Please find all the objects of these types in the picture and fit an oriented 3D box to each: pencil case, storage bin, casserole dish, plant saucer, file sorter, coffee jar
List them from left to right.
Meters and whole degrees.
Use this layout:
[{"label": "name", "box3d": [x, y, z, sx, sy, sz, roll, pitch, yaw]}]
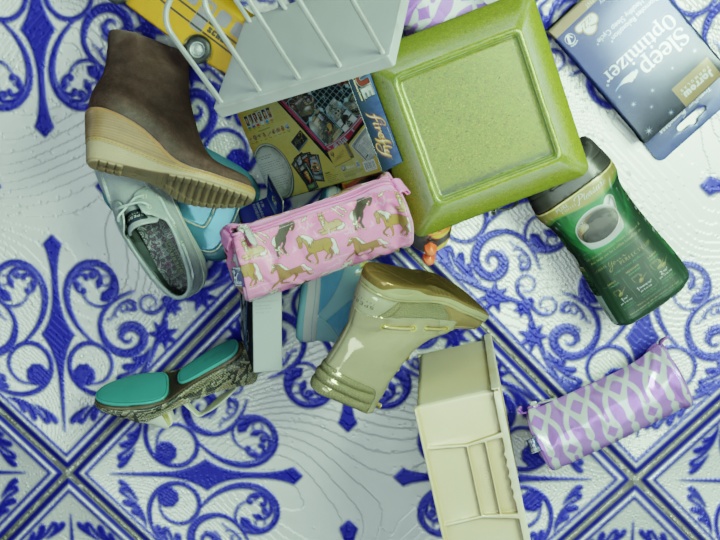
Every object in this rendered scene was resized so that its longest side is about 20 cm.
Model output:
[{"label": "casserole dish", "box3d": [-0.210, -0.088, 1.243, 0.198, 0.039, 0.122, 28, 101, -3]}, {"label": "file sorter", "box3d": [-0.070, -0.260, 1.032, 0.198, 0.140, 0.125, -12, 136, 28]}, {"label": "pencil case", "box3d": [-0.042, -0.035, 1.111, 0.198, 0.087, 0.084, -18, 88, -6]}, {"label": "pencil case", "box3d": [0.114, -0.247, 1.164, 0.199, 0.084, 0.086, 34, 121, -5]}, {"label": "storage bin", "box3d": [0.125, 0.201, 1.207, 0.093, 0.200, 0.201, -12, 101, 6]}, {"label": "plant saucer", "box3d": [0.117, -0.157, 1.104, 0.198, 0.048, 0.202, -20, 100, 2]}, {"label": "coffee jar", "box3d": [0.270, -0.045, 1.206, 0.104, 0.085, 0.201, -35, 99, 12]}, {"label": "pencil case", "box3d": [0.284, 0.157, 1.255, 0.198, 0.084, 0.086, -26, 77, 6]}]

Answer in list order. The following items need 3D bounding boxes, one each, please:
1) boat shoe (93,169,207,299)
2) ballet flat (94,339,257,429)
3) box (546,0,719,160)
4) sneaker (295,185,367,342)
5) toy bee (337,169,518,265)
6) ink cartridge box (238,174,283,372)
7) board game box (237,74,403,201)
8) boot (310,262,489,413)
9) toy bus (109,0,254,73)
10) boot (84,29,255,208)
[{"label": "boat shoe", "box3d": [-0.234, -0.058, 1.194, 0.070, 0.072, 0.202, -29, 99, 8]}, {"label": "ballet flat", "box3d": [-0.214, 0.147, 1.285, 0.198, 0.068, 0.076, -20, 121, 5]}, {"label": "box", "box3d": [0.315, -0.231, 1.193, 0.121, 0.032, 0.200, -42, 98, 10]}, {"label": "sneaker", "box3d": [0.000, 0.000, 1.221, 0.129, 0.080, 0.202, 9, 126, -2]}, {"label": "toy bee", "box3d": [0.062, -0.065, 1.189, 0.198, 0.110, 0.131, 0, 142, 23]}, {"label": "ink cartridge box", "box3d": [-0.112, 0.003, 1.209, 0.039, 0.100, 0.202, -3, 112, -14]}, {"label": "board game box", "box3d": [-0.052, -0.156, 1.157, 0.199, 0.034, 0.137, -9, 106, 50]}, {"label": "boot", "box3d": [0.044, 0.080, 1.185, 0.073, 0.199, 0.157, 38, 107, 38]}, {"label": "toy bus", "box3d": [-0.191, -0.286, 1.185, 0.199, 0.065, 0.079, 36, 101, -5]}, {"label": "boot", "box3d": [-0.198, -0.167, 1.186, 0.198, 0.072, 0.168, 17, 65, -21]}]
